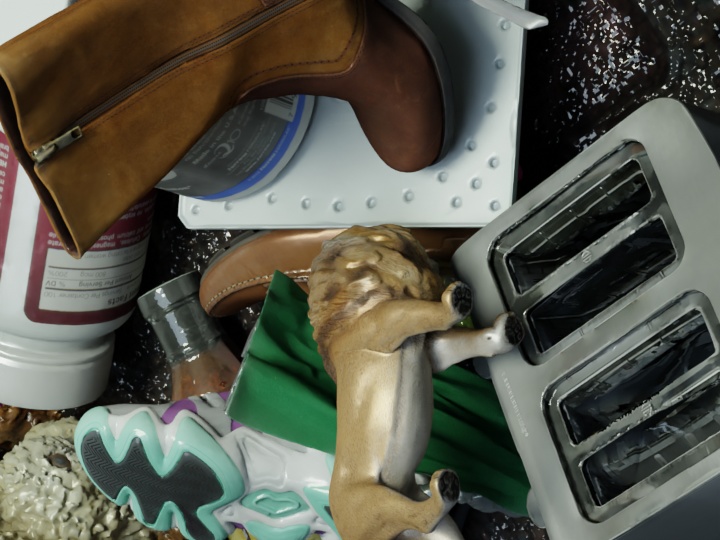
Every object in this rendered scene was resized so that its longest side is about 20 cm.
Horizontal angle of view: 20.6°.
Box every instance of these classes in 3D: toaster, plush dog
[{"bbox_3d":[0.155,0.037,0.926,0.200,0.118,0.182,-37,58,32],"label":"toaster"},{"bbox_3d":[-0.178,0.156,1.121,0.199,0.172,0.161,23,141,21],"label":"plush dog"}]

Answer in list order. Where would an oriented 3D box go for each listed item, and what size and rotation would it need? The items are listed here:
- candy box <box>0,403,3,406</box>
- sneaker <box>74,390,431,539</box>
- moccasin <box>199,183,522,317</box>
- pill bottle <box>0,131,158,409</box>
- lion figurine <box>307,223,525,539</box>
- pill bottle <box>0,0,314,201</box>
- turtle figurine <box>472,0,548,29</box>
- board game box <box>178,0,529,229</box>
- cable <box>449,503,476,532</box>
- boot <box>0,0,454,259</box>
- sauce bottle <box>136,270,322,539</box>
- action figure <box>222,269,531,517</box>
[{"bbox_3d":[-0.280,0.096,1.179,0.061,0.200,0.138,-16,94,33],"label":"candy box"},{"bbox_3d":[-0.048,0.081,1.078,0.198,0.141,0.078,16,132,-4],"label":"sneaker"},{"bbox_3d":[0.001,0.000,1.071,0.200,0.074,0.079,-13,87,23],"label":"moccasin"},{"bbox_3d":[-0.176,-0.031,1.138,0.113,0.114,0.202,23,112,24],"label":"pill bottle"},{"bbox_3d":[0.014,0.071,0.924,0.122,0.072,0.202,-9,66,45],"label":"lion figurine"},{"bbox_3d":[-0.118,-0.105,0.962,0.113,0.199,0.115,-6,79,30],"label":"pill bottle"},{"bbox_3d":[-0.017,-0.211,0.947,0.193,0.144,0.202,-13,57,31],"label":"turtle figurine"},{"bbox_3d":[0.000,-0.120,1.028,0.198,0.026,0.202,0,82,30],"label":"board game box"},{"bbox_3d":[0.110,0.174,1.056,0.200,0.051,0.163,48,120,13],"label":"cable"},{"bbox_3d":[-0.055,-0.072,0.896,0.068,0.200,0.189,24,148,41],"label":"boot"},{"bbox_3d":[-0.067,0.098,1.134,0.066,0.066,0.201,-25,89,32],"label":"sauce bottle"},{"bbox_3d":[0.031,0.082,1.010,0.198,0.119,0.055,24,131,-5],"label":"action figure"}]
